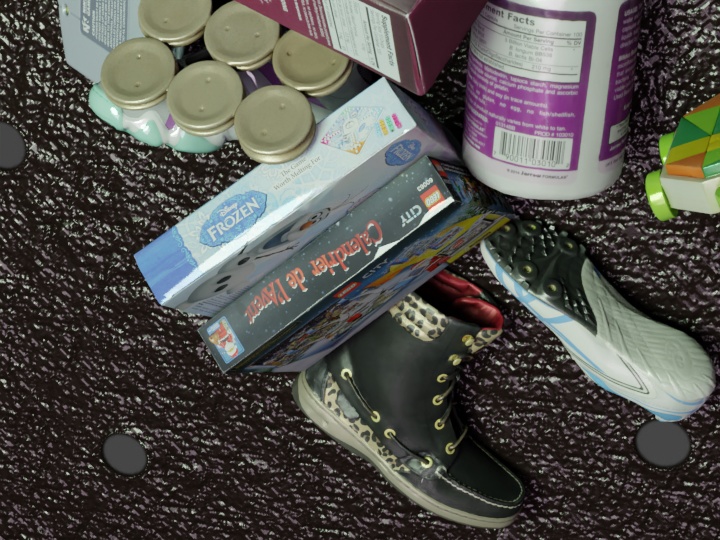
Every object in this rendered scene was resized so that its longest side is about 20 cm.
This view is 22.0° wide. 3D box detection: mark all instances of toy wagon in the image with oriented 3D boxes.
[{"bbox_3d":[0.255,-0.075,1.164,0.154,0.200,0.040,-18,108,24],"label":"toy wagon"}]

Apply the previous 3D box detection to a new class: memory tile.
[{"bbox_3d":[-0.064,-0.168,1.181,0.152,0.201,0.017,19,158,19],"label":"memory tile"}]

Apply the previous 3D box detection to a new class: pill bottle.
[{"bbox_3d":[0.127,-0.157,1.214,0.111,0.112,0.202,10,118,12],"label":"pill bottle"}]

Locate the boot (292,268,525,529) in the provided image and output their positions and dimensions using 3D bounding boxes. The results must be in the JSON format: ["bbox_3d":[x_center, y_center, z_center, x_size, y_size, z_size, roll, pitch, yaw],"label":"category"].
[{"bbox_3d":[0.062,0.091,1.385,0.199,0.073,0.151,35,121,4],"label":"boot"}]

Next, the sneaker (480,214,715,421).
[{"bbox_3d":[0.162,0.039,1.329,0.200,0.072,0.073,39,140,2],"label":"sneaker"}]

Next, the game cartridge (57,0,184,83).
[{"bbox_3d":[-0.166,-0.222,1.275,0.133,0.041,0.201,32,127,40],"label":"game cartridge"}]

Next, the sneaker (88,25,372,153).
[{"bbox_3d":[-0.077,-0.151,1.232,0.199,0.078,0.141,2,113,-29],"label":"sneaker"}]

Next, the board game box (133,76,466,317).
[{"bbox_3d":[-0.030,-0.039,1.243,0.198,0.200,0.044,-34,77,9],"label":"board game box"}]

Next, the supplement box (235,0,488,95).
[{"bbox_3d":[-0.018,-0.209,1.135,0.199,0.111,0.086,29,161,21],"label":"supplement box"}]

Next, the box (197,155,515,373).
[{"bbox_3d":[0.000,0.000,1.269,0.199,0.136,0.038,-37,75,16],"label":"box"}]
